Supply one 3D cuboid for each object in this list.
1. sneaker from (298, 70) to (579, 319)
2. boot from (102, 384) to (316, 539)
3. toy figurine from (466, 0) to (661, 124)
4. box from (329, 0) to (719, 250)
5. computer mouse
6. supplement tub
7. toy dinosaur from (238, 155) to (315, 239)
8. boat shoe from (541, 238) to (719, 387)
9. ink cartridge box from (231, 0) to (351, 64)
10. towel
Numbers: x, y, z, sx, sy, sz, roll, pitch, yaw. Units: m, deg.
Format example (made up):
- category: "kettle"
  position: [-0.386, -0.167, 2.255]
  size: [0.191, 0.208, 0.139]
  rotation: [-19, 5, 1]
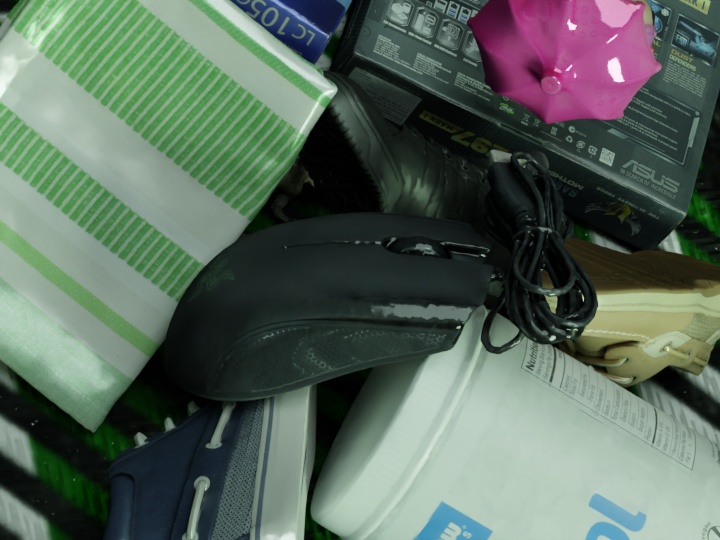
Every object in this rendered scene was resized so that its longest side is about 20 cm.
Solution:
- category: "sneaker"
  position: [0.048, -0.035, 1.344]
  size: [0.104, 0.060, 0.200]
  rotation: [-41, 117, -24]
- category: "boot"
  position: [-0.068, 0.078, 1.250]
  size: [0.090, 0.073, 0.200]
  rotation: [1, 33, 3]
- category: "toy figurine"
  position: [0.113, -0.163, 1.389]
  size: [0.200, 0.150, 0.185]
  rotation: [13, 71, -53]
- category: "box"
  position: [0.095, -0.121, 1.448]
  size: [0.199, 0.051, 0.158]
  rotation: [25, 58, -11]
- category: "computer mouse"
  position: [0.000, 0.000, 1.235]
  size: [0.199, 0.053, 0.139]
  rotation: [-16, 33, 4]
- category: "supplement tub"
  position: [0.091, 0.112, 1.284]
  size: [0.199, 0.132, 0.132]
  rotation: [30, 57, -8]
- category: "toy dinosaur"
  position: [-0.072, -0.052, 1.343]
  size: [0.199, 0.048, 0.088]
  rotation: [19, 45, -14]
- category: "boat shoe"
  position: [0.132, 0.027, 1.335]
  size: [0.071, 0.065, 0.200]
  rotation: [25, 12, 32]
- category: "ink cartridge box"
  position: [-0.064, -0.169, 1.363]
  size: [0.136, 0.076, 0.200]
  rotation: [32, 46, -7]
- category: "towel"
  position: [-0.124, -0.050, 1.266]
  size: [0.152, 0.023, 0.200]
  rotation: [37, 91, -3]
